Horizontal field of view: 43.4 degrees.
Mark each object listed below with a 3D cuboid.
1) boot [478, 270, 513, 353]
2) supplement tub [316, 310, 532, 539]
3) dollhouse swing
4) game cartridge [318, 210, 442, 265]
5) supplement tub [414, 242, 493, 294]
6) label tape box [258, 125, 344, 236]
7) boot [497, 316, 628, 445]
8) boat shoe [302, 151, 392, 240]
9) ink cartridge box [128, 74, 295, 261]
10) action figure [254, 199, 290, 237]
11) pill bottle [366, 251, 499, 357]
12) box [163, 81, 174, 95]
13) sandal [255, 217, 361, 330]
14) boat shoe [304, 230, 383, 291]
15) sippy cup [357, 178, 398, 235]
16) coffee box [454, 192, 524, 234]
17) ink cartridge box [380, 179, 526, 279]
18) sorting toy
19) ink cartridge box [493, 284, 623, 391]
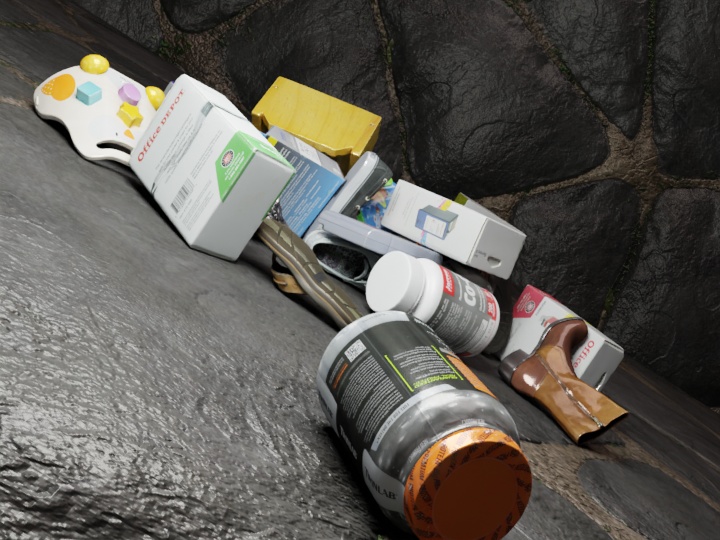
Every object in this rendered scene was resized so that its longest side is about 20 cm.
[{"bbox_3d":[0.210,0.066,1.683,0.072,0.203,0.150,16,-23,-28],"label":"boot"},{"bbox_3d":[0.047,0.125,0.720,0.121,0.124,0.200,27,10,-28],"label":"supplement tub"},{"bbox_3d":[-0.086,-0.214,1.603,0.197,0.177,0.183,22,43,4],"label":"dollhouse swing"},{"bbox_3d":[0.040,-0.043,1.446,0.132,0.041,0.199,30,8,41],"label":"game cartridge"},{"bbox_3d":[0.146,0.026,1.623,0.121,0.124,0.200,27,10,-27],"label":"supplement tub"},{"bbox_3d":[-0.146,-0.151,1.458,0.198,0.145,0.064,27,25,-31],"label":"label tape box"},{"bbox_3d":[0.350,0.170,1.449,0.186,0.069,0.200,-22,39,-27],"label":"boot"},{"bbox_3d":[-0.023,-0.103,1.484,0.056,0.201,0.069,33,23,-18],"label":"boat shoe"},{"bbox_3d":[-0.194,-0.133,1.150,0.083,0.147,0.200,21,21,-50],"label":"ink cartridge box"},{"bbox_3d":[-0.169,-0.110,1.332,0.199,0.103,0.118,22,1,-43],"label":"action figure"},{"bbox_3d":[0.112,0.051,1.389,0.198,0.115,0.114,26,10,-37],"label":"pill bottle"},{"bbox_3d":[-0.266,-0.240,1.685,0.199,0.106,0.184,25,12,-44],"label":"box"},{"bbox_3d":[-0.075,0.013,1.164,0.200,0.055,0.082,48,17,6],"label":"sandal"},{"bbox_3d":[0.000,-0.001,1.453,0.198,0.071,0.072,24,11,-12],"label":"boat shoe"},{"bbox_3d":[0.013,-0.097,1.602,0.129,0.142,0.177,-19,6,-27],"label":"sippy cup"},{"bbox_3d":[0.324,-0.082,2.596,0.196,0.201,0.200,31,9,-6],"label":"coffee box"},{"bbox_3d":[0.157,-0.068,1.525,0.199,0.089,0.144,30,9,39],"label":"ink cartridge box"},{"bbox_3d":[-0.339,-0.190,1.266,0.199,0.107,0.181,25,30,-40],"label":"sorting toy"},{"bbox_3d":[0.348,0.142,1.621,0.083,0.146,0.200,25,11,-44],"label":"ink cartridge box"}]
